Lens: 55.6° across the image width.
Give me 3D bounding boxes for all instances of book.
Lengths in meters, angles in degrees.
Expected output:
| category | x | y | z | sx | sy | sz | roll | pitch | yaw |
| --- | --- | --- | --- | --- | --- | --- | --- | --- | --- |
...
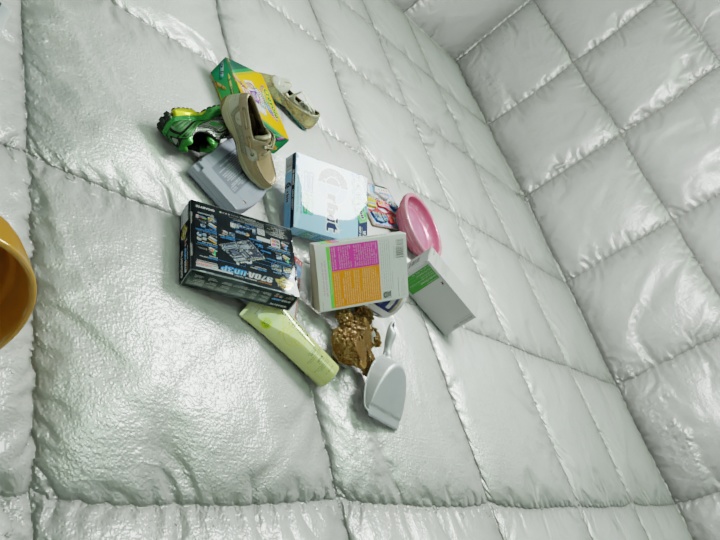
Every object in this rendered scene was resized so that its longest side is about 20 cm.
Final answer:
| category | x | y | z | sx | sy | sz | roll | pitch | yaw |
| --- | --- | --- | --- | --- | --- | --- | --- | --- | --- |
| book | 0.000 | 0.000 | 1.351 | 0.199 | 0.048 | 0.134 | -7 | 103 | -24 |

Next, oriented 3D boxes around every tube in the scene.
| category | x | y | z | sx | sy | sz | roll | pitch | yaw |
| --- | --- | --- | --- | --- | --- | --- | --- | --- | --- |
| tube | -0.121 | 0.120 | 1.195 | 0.200 | 0.052 | 0.058 | 48 | 14 | -13 |

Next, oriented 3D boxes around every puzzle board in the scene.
| category | x | y | z | sx | sy | sz | roll | pitch | yaw |
| --- | --- | --- | --- | --- | --- | --- | --- | --- | --- |
| puzzle board | 0.058 | -0.180 | 1.880 | 0.200 | 0.017 | 0.151 | 5 | 56 | -58 |

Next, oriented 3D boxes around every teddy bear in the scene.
| category | x | y | z | sx | sy | sz | roll | pitch | yaw |
| --- | --- | --- | --- | --- | --- | --- | --- | --- | --- |
| teddy bear | -0.010 | 0.137 | 1.356 | 0.200 | 0.066 | 0.145 | -74 | 143 | -58 |

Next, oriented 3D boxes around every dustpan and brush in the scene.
| category | x | y | z | sx | sy | sz | roll | pitch | yaw |
| --- | --- | --- | --- | --- | --- | --- | --- | --- | --- |
| dustpan and brush | 0.053 | 0.196 | 1.338 | 0.140 | 0.057 | 0.201 | 42 | 62 | -52 |

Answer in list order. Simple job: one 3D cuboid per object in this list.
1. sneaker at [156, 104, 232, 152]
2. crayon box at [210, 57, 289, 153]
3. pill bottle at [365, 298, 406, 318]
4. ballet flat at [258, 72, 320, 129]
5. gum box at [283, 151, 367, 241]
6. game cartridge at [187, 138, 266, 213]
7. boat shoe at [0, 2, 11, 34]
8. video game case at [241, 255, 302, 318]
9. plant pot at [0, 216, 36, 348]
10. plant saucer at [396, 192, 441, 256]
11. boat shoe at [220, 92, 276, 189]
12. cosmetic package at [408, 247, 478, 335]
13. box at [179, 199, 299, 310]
| category | x | y | z | sx | sy | sz | roll | pitch | yaw |
| --- | --- | --- | --- | --- | --- | --- | --- | --- | --- |
| sneaker | -0.289 | -0.259 | 1.305 | 0.200 | 0.078 | 0.085 | -23 | 72 | -50 |
| crayon box | -0.248 | -0.368 | 1.531 | 0.119 | 0.058 | 0.201 | 9 | 51 | -56 |
| pill bottle | 0.001 | 0.016 | 1.449 | 0.200 | 0.111 | 0.111 | 32 | 34 | -40 |
| ballet flat | -0.180 | -0.441 | 1.723 | 0.200 | 0.071 | 0.071 | 41 | 29 | -26 |
| gum box | -0.072 | -0.145 | 1.482 | 0.199 | 0.044 | 0.171 | 13 | 69 | -37 |
| game cartridge | -0.250 | -0.183 | 1.343 | 0.133 | 0.040 | 0.200 | 46 | 28 | -11 |
| boat shoe | -0.554 | -0.341 | 0.969 | 0.068 | 0.072 | 0.201 | 36 | 29 | -37 |
| video game case | -0.170 | 0.009 | 1.274 | 0.143 | 0.017 | 0.200 | 40 | 31 | -28 |
| plant pot | -0.448 | -0.024 | 0.675 | 0.200 | 0.200 | 0.183 | 18 | 28 | -51 |
| plant saucer | 0.159 | -0.117 | 1.914 | 0.200 | 0.051 | 0.201 | 43 | 35 | -40 |
| boat shoe | -0.202 | -0.248 | 1.323 | 0.072 | 0.065 | 0.201 | -61 | 139 | -48 |
| cosmetic package | 0.200 | 0.054 | 1.749 | 0.200 | 0.107 | 0.085 | 48 | 27 | -12 |
| box | -0.206 | -0.026 | 1.166 | 0.199 | 0.046 | 0.159 | 16 | 44 | -30 |
